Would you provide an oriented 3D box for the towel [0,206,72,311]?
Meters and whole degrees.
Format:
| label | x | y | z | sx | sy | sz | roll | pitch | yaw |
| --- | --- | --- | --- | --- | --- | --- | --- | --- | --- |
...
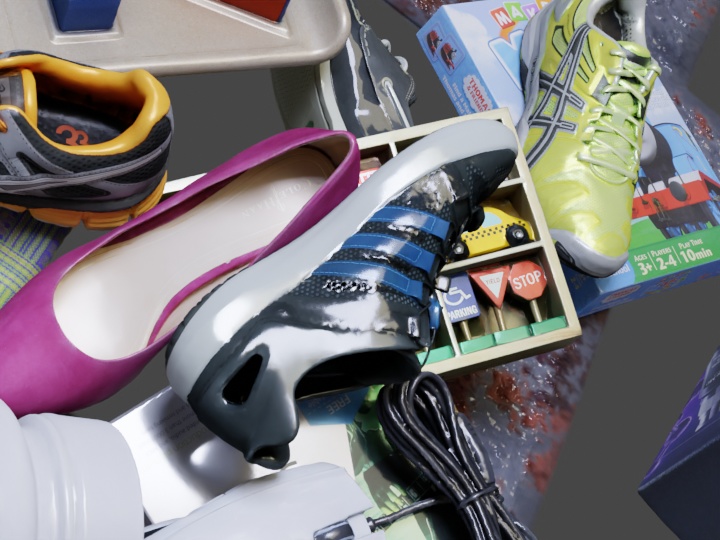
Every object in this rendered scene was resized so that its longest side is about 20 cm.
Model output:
| label | x | y | z | sx | sy | sz | roll | pitch | yaw |
| --- | --- | --- | --- | --- | --- | --- | --- | --- | --- |
| towel | -0.189 | -0.070 | 0.821 | 0.143 | 0.023 | 0.201 | 34 | 48 | -12 |

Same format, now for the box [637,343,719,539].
| label | x | y | z | sx | sy | sz | roll | pitch | yaw |
| --- | --- | --- | --- | --- | --- | --- | --- | --- | --- |
| box | 0.267 | 0.069 | 0.956 | 0.104 | 0.148 | 0.200 | 43 | 45 | -2 |

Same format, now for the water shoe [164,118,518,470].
| label | x | y | z | sx | sy | sz | roll | pitch | yaw |
| --- | --- | --- | --- | --- | --- | --- | --- | --- | --- |
| water shoe | 0.008 | 0.012 | 0.752 | 0.199 | 0.072 | 0.079 | -37 | 75 | -23 |

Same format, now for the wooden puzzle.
| label | x | y | z | sx | sy | sz | roll | pitch | yaw |
| --- | --- | --- | --- | --- | --- | --- | --- | --- | --- |
| wooden puzzle | -0.118 | -0.183 | 0.862 | 0.198 | 0.046 | 0.187 | -10 | 66 | -20 |

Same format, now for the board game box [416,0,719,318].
| label | x | y | z | sx | sy | sz | roll | pitch | yaw |
| --- | --- | --- | --- | --- | --- | --- | --- | --- | --- |
| board game box | 0.139 | -0.078 | 1.045 | 0.150 | 0.037 | 0.201 | -14 | 68 | -40 |

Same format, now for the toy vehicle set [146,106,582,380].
| label | x | y | z | sx | sy | sz | roll | pitch | yaw |
| --- | --- | --- | --- | --- | --- | --- | --- | --- | --- |
| toy vehicle set | 0.000 | 0.000 | 0.844 | 0.198 | 0.027 | 0.125 | -14 | 77 | -19 |

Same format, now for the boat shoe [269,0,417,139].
| label | x | y | z | sx | sy | sz | roll | pitch | yaw |
| --- | --- | --- | --- | --- | --- | --- | --- | --- | --- |
| boat shoe | -0.005 | -0.097 | 0.930 | 0.067 | 0.072 | 0.202 | -7 | 73 | -28 |

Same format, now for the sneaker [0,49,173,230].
| label | x | y | z | sx | sy | sz | roll | pitch | yaw |
| --- | --- | --- | --- | --- | --- | --- | --- | --- | --- |
| sneaker | -0.175 | -0.066 | 0.753 | 0.198 | 0.077 | 0.079 | -2 | 65 | -25 |

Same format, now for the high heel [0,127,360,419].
| label | x | y | z | sx | sy | sz | roll | pitch | yaw |
| --- | --- | --- | --- | --- | --- | --- | --- | --- | --- |
| high heel | -0.086 | -0.001 | 0.753 | 0.199 | 0.096 | 0.068 | -26 | 80 | -22 |

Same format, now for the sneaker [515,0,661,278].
| label | x | y | z | sx | sy | sz | roll | pitch | yaw |
| --- | --- | --- | --- | --- | --- | --- | --- | --- | --- |
| sneaker | 0.129 | -0.090 | 0.969 | 0.075 | 0.076 | 0.202 | 18 | 54 | -24 |

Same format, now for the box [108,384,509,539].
| label | x | y | z | sx | sy | sz | roll | pitch | yaw |
| --- | --- | --- | --- | --- | --- | --- | --- | --- | --- |
| box | -0.009 | 0.122 | 0.768 | 0.144 | 0.036 | 0.201 | -32 | 84 | -21 |

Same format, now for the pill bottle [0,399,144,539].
| label | x | y | z | sx | sy | sz | roll | pitch | yaw |
| --- | --- | --- | --- | --- | --- | --- | --- | --- | --- |
| pill bottle | -0.191 | 0.097 | 0.642 | 0.198 | 0.114 | 0.115 | 8 | 56 | -32 |

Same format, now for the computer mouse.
| label | x | y | z | sx | sy | sz | roll | pitch | yaw |
| --- | --- | --- | --- | --- | --- | --- | --- | --- | --- |
| computer mouse | -0.024 | 0.120 | 0.723 | 0.199 | 0.044 | 0.110 | -22 | 80 | -19 |
